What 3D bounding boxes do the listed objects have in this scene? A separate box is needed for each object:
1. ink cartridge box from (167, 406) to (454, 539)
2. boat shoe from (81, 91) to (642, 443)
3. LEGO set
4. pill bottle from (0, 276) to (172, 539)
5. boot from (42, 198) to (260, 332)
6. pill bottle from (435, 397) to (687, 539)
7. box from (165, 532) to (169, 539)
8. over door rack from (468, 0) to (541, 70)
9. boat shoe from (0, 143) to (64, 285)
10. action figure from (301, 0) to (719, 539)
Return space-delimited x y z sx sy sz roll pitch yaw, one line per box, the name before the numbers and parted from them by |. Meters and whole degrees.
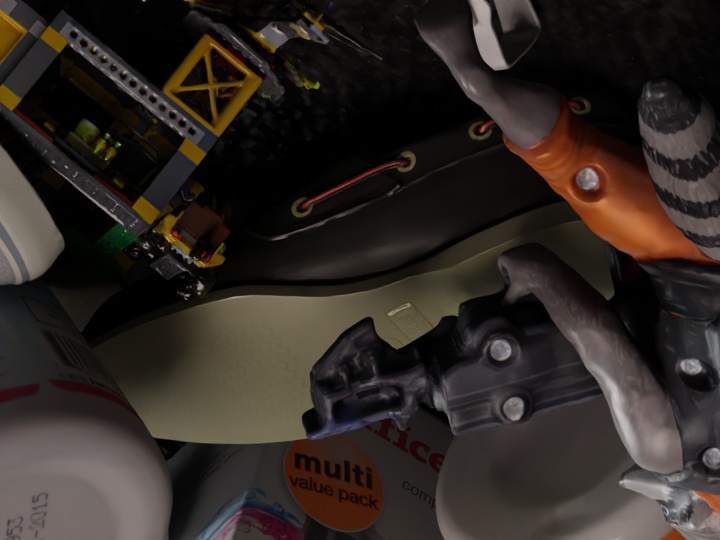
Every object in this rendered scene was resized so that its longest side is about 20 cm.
ink cartridge box | -0.022 0.158 0.969 0.145 0.201 0.145 32 135 -15
boat shoe | 0.001 0.002 0.866 0.200 0.063 0.074 -18 138 16
LEGO set | -0.091 -0.096 0.820 0.200 0.116 0.154 38 167 1
pill bottle | -0.146 0.028 0.848 0.108 0.200 0.109 -20 136 -21
boot | -0.128 0.010 0.959 0.130 0.068 0.200 39 134 -12
pill bottle | 0.123 0.117 0.930 0.114 0.115 0.200 -17 127 34
box | -0.173 0.113 0.995 0.144 0.037 0.200 8 152 -27
over door rack | 0.058 -0.132 0.728 0.147 0.067 0.200 -8 131 30
boat shoe | -0.174 -0.051 0.767 0.201 0.072 0.070 42 166 -17
action figure | 0.075 0.009 0.759 0.199 0.105 0.194 -21 123 1
